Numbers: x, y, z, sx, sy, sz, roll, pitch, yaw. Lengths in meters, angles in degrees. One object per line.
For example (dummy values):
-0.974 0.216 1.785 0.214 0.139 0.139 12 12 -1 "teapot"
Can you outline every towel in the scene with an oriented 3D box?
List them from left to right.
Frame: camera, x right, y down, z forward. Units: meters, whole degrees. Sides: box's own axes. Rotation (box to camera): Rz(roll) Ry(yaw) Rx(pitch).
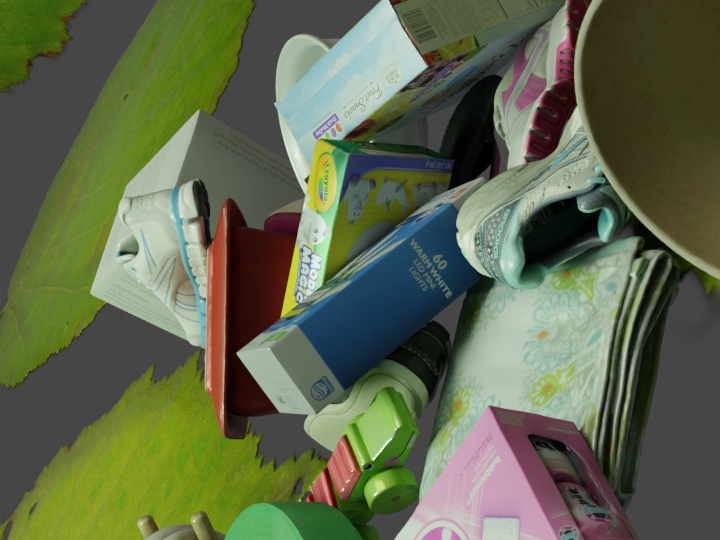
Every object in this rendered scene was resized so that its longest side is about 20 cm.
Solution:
0.115 0.074 0.757 0.200 0.048 0.172 -19 47 58 "towel"

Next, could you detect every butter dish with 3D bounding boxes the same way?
-0.057 0.047 1.026 0.199 0.146 0.202 95 175 -82 "butter dish"

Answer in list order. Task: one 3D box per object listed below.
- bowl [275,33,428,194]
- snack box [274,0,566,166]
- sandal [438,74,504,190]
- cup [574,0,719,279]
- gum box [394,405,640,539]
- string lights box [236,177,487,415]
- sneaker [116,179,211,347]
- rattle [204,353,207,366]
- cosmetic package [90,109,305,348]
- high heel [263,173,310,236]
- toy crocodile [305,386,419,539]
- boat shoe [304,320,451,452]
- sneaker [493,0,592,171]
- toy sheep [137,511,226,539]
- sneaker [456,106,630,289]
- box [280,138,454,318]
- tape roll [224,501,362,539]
0.003 -0.136 1.103 0.201 0.090 0.202 47 148 41 "bowl"
0.055 -0.174 0.935 0.199 0.068 0.168 -30 -2 -40 "snack box"
0.087 -0.069 0.983 0.075 0.045 0.201 -111 38 -67 "sandal"
0.228 -0.106 0.575 0.143 0.201 0.200 -43 14 -29 "cup"
0.073 0.182 0.647 0.201 0.066 0.114 -60 33 27 "gum box"
0.014 0.020 0.835 0.200 0.059 0.103 -39 7 -19 "string lights box"
-0.171 -0.004 1.034 0.201 0.086 0.075 88 180 -48 "sneaker"
-0.165 0.071 1.228 0.200 0.142 0.131 18 100 60 "rattle"
-0.183 -0.042 1.340 0.200 0.164 0.166 -34 36 46 "cosmetic package"
-0.036 -0.028 1.085 0.067 0.097 0.200 -27 -6 -20 "high heel"
-0.008 0.162 0.849 0.201 0.061 0.068 -65 36 42 "toy crocodile"
0.014 0.099 0.908 0.068 0.072 0.200 -58 5 -33 "boat shoe"
0.143 -0.112 0.867 0.088 0.081 0.201 -34 28 50 "sneaker"
-0.148 0.277 0.980 0.199 0.137 0.139 -15 51 52 "toy sheep"
0.157 -0.057 0.741 0.200 0.078 0.086 -43 26 5 "sneaker"
0.000 0.000 0.925 0.048 0.117 0.202 30 114 44 "box"
-0.049 0.264 0.808 0.200 0.048 0.202 -18 69 59 "tape roll"
